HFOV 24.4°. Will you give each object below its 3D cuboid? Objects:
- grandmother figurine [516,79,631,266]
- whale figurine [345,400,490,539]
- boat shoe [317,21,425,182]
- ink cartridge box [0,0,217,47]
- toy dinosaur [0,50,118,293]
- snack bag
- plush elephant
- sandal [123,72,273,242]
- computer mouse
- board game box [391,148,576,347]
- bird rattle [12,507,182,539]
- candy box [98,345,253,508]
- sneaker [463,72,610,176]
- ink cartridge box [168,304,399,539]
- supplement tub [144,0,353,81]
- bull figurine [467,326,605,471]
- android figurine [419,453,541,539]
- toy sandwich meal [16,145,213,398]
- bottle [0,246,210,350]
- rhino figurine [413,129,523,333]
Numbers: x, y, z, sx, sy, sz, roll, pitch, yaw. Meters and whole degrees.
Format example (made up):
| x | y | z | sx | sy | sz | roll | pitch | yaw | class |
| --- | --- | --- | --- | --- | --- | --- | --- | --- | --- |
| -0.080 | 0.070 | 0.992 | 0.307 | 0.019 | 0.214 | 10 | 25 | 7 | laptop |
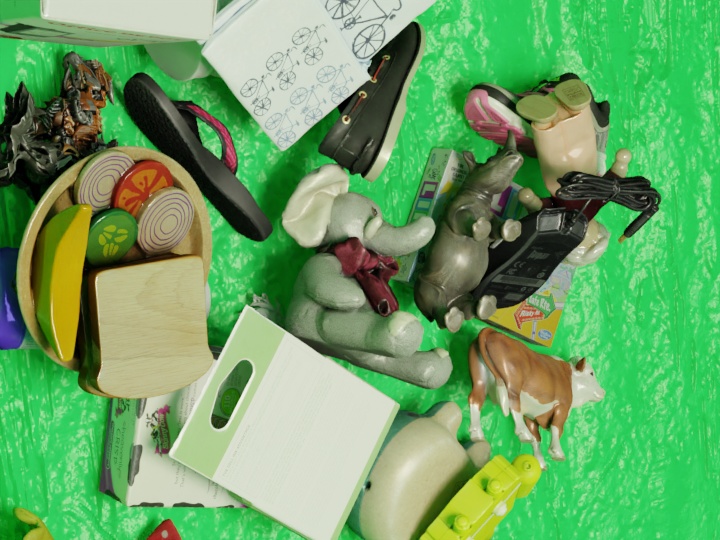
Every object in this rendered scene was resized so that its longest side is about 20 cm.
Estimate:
| x | y | z | sx | sy | sz | roll | pitch | yaw | class |
| --- | --- | --- | --- | --- | --- | --- | --- | --- | --- |
| 0.207 | -0.086 | 1.607 | 0.120 | 0.061 | 0.202 | -15 | 129 | -1 | grandmother figurine |
| 0.048 | 0.192 | 1.589 | 0.199 | 0.103 | 0.161 | 1 | 110 | -57 | whale figurine |
| 0.012 | -0.166 | 1.492 | 0.063 | 0.074 | 0.203 | 26 | 46 | -9 | boat shoe |
| -0.218 | -0.221 | 1.275 | 0.146 | 0.199 | 0.087 | 2 | 94 | -34 | ink cartridge box |
| -0.247 | -0.086 | 1.327 | 0.135 | 0.102 | 0.202 | 30 | 40 | -44 | toy dinosaur |
| -0.026 | -0.204 | 1.357 | 0.200 | 0.021 | 0.189 | -41 | 151 | -2 | snack bag |
| 0.000 | 0.000 | 1.477 | 0.165 | 0.198 | 0.157 | 40 | 65 | -62 | plush elephant |
| -0.134 | -0.104 | 1.429 | 0.045 | 0.075 | 0.200 | -51 | 128 | -15 | sandal |
| 0.193 | -0.036 | 1.583 | 0.139 | 0.200 | 0.046 | 2 | 52 | -33 | computer mouse |
| 0.131 | -0.020 | 1.644 | 0.199 | 0.034 | 0.136 | 24 | 82 | -34 | board game box |
| -0.209 | 0.279 | 1.377 | 0.198 | 0.163 | 0.114 | 17 | 105 | -26 | bird rattle |
| -0.124 | 0.137 | 1.469 | 0.198 | 0.061 | 0.138 | 7 | 92 | -36 | candy box |
| 0.179 | -0.160 | 1.640 | 0.199 | 0.073 | 0.089 | 19 | 85 | -40 | sneaker |
| -0.071 | 0.135 | 1.440 | 0.199 | 0.048 | 0.147 | 35 | 76 | -33 | ink cartridge box |
| -0.083 | -0.247 | 1.400 | 0.198 | 0.144 | 0.147 | -23 | 108 | -30 | supplement tub |
| 0.170 | 0.124 | 1.640 | 0.199 | 0.065 | 0.123 | 25 | 57 | -43 | bull figurine |
| 0.102 | 0.243 | 1.573 | 0.041 | 0.200 | 0.182 | 41 | 71 | 14 | android figurine |
| -0.181 | 0.005 | 1.311 | 0.204 | 0.070 | 0.208 | -16 | 114 | -39 | toy sandwich meal |
| -0.221 | 0.024 | 1.385 | 0.198 | 0.065 | 0.085 | 2 | 87 | -35 | bottle |
| 0.104 | -0.039 | 1.549 | 0.059 | 0.087 | 0.202 | 22 | 84 | -28 | rhino figurine |
